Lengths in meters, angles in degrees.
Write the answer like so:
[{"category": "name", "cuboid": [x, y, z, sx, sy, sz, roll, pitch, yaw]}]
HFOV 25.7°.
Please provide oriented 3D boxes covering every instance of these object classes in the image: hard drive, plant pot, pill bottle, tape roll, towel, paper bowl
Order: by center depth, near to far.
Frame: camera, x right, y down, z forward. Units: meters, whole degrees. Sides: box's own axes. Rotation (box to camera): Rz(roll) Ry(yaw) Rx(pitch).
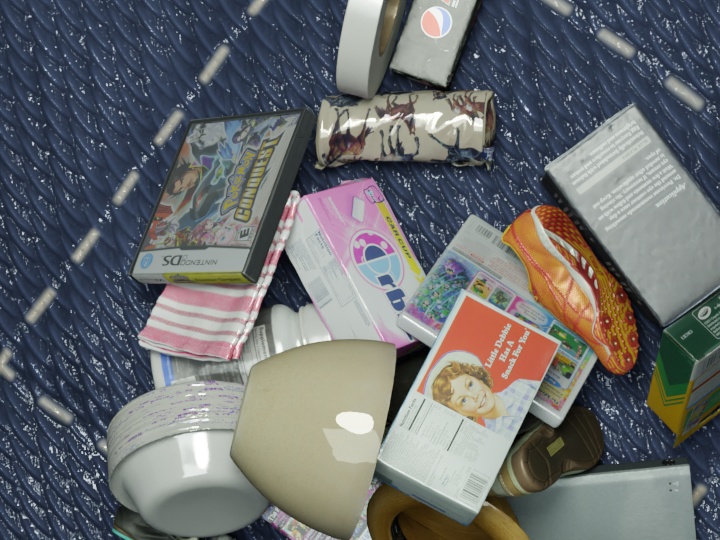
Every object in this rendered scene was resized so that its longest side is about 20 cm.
[{"category": "plant pot", "cuboid": [-0.054, 0.153, 1.559, 0.134, 0.200, 0.200, 15, 93, -4]}, {"category": "tape roll", "cuboid": [0.019, -0.281, 1.660, 0.037, 0.203, 0.203, 15, 93, 5]}, {"category": "towel", "cuboid": [-0.149, -0.001, 1.667, 0.146, 0.030, 0.200, 5, 68, 43]}, {"category": "paper bowl", "cuboid": [-0.168, 0.211, 1.681, 0.200, 0.201, 0.104, -15, 53, 6]}, {"category": "hard drive", "cuboid": [0.260, 0.279, 1.711, 0.200, 0.033, 0.140, -7, 107, 7]}, {"category": "pill bottle", "cuboid": [-0.118, 0.101, 1.725, 0.200, 0.114, 0.114, -14, 90, 6]}]

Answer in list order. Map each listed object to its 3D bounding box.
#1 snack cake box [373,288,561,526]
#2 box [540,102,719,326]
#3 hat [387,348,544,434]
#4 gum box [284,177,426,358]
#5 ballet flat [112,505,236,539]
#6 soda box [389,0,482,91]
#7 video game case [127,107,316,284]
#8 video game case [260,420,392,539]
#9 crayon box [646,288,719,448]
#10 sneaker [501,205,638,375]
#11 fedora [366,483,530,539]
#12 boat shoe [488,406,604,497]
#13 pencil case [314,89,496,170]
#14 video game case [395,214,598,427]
[{"category": "snack cake box", "cuboid": [0.103, 0.135, 1.563, 0.115, 0.067, 0.200, 28, 70, 5]}, {"category": "box", "cuboid": [0.291, -0.055, 1.636, 0.117, 0.197, 0.200, -37, 87, 5]}, {"category": "hat", "cuboid": [0.109, 0.157, 1.685, 0.200, 0.201, 0.081, 4, 117, 6]}, {"category": "gum box", "cuboid": [0.000, 0.000, 1.693, 0.066, 0.113, 0.200, -36, 78, 41]}, {"category": "ballet flat", "cuboid": [-0.184, 0.312, 1.762, 0.200, 0.068, 0.068, 33, 86, 4]}, {"category": "soda box", "cuboid": [0.097, -0.300, 1.719, 0.071, 0.063, 0.200, 20, 93, 6]}, {"category": "video game case", "cuboid": [-0.149, -0.078, 1.684, 0.181, 0.025, 0.200, -1, 62, 41]}, {"category": "video game case", "cuboid": [0.013, 0.242, 1.752, 0.181, 0.036, 0.200, 35, 94, 4]}, {"category": "crayon box", "cuboid": [0.363, 0.090, 1.631, 0.126, 0.200, 0.052, -34, 62, -16]}, {"category": "sneaker", "cuboid": [0.226, 0.024, 1.672, 0.077, 0.073, 0.200, -35, 84, 44]}, {"category": "fedora", "cuboid": [0.107, 0.272, 1.670, 0.200, 0.082, 0.201, 15, 133, 17]}, {"category": "boat shoe", "cuboid": [0.188, 0.193, 1.668, 0.076, 0.200, 0.072, -28, 81, 33]}, {"category": "pencil case", "cuboid": [0.048, -0.150, 1.720, 0.200, 0.078, 0.090, -1, 107, 6]}, {"category": "video game case", "cuboid": [0.161, 0.050, 1.680, 0.200, 0.024, 0.182, 33, 49, 4]}]
